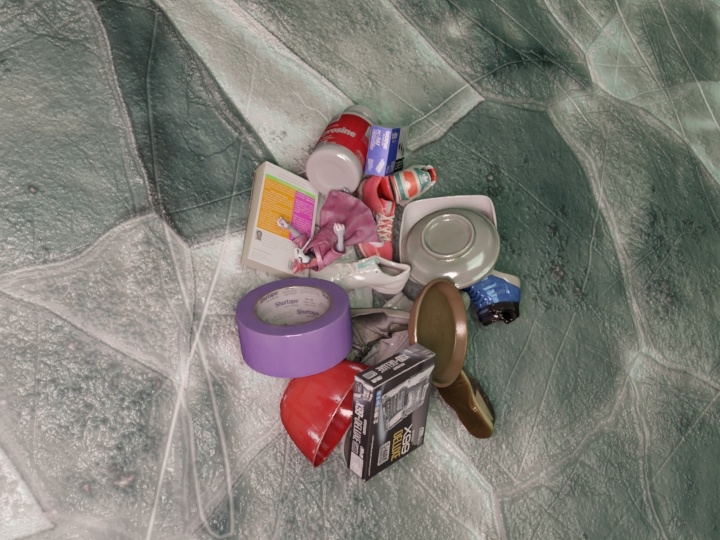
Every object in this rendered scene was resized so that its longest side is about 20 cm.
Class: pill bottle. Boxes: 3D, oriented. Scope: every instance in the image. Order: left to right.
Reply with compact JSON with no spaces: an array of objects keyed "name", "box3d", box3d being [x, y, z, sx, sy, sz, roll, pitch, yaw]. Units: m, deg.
[{"name":"pill bottle","box3d":[-0.028,-0.245,1.785,0.112,0.112,0.201,38,42,-13]}]

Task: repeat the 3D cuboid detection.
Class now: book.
[{"name":"book","box3d":[-0.148,-0.090,1.706,0.133,0.048,0.202,20,63,-28]}]

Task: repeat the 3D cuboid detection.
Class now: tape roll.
[{"name":"tape roll","box3d":[-0.114,0.095,1.555,0.199,0.199,0.086,-26,125,-36]}]

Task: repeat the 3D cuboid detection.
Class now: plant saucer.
[{"name":"plant saucer","box3d":[0.143,0.115,1.660,0.199,0.029,0.203,5,84,-54]},{"name":"plant saucer","box3d":[0.173,-0.056,1.754,0.198,0.050,0.202,-8,53,10]}]

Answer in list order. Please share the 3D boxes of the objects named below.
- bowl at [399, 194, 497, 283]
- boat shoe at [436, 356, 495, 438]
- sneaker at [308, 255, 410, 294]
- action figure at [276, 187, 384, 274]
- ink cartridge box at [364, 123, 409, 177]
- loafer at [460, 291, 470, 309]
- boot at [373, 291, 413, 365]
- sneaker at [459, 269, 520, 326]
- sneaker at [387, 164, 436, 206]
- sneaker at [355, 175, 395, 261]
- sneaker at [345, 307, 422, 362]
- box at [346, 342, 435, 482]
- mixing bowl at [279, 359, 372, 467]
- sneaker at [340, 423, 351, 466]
[{"name":"bowl","box3d":[0.183,-0.053,1.826,0.197,0.075,0.202,-5,52,13]},{"name":"boat shoe","box3d":[0.208,0.243,1.778,0.201,0.073,0.065,62,35,-21]},{"name":"sneaker","box3d":[0.000,0.000,1.720,0.198,0.089,0.076,0,67,-16]},{"name":"action figure","box3d":[-0.065,-0.057,1.691,0.200,0.133,0.150,-50,143,-24]},{"name":"ink cartridge box","box3d":[0.056,-0.244,1.798,0.044,0.200,0.095,12,103,11]},{"name":"loafer","box3d":[0.166,0.127,1.804,0.070,0.070,0.200,48,63,-18]},{"name":"boot","box3d":[0.051,0.126,1.739,0.095,0.074,0.200,41,50,0]},{"name":"sneaker","box3d":[0.252,0.055,1.876,0.198,0.077,0.112,15,62,-26]},{"name":"sneaker","box3d":[0.112,-0.176,1.815,0.092,0.200,0.071,-16,93,9]},{"name":"sneaker","box3d":[0.036,-0.104,1.798,0.073,0.087,0.202,3,71,-30]},{"name":"sneaker","box3d":[0.020,0.127,1.668,0.197,0.076,0.116,-3,78,8]},{"name":"box","box3d":[0.053,0.244,1.547,0.157,0.050,0.202,-22,128,-40]},{"name":"mixing bowl","box3d":[-0.071,0.228,1.562,0.108,0.201,0.200,29,54,14]},{"name":"sneaker","box3d":[0.031,0.278,1.644,0.077,0.091,0.201,35,57,-14]}]
